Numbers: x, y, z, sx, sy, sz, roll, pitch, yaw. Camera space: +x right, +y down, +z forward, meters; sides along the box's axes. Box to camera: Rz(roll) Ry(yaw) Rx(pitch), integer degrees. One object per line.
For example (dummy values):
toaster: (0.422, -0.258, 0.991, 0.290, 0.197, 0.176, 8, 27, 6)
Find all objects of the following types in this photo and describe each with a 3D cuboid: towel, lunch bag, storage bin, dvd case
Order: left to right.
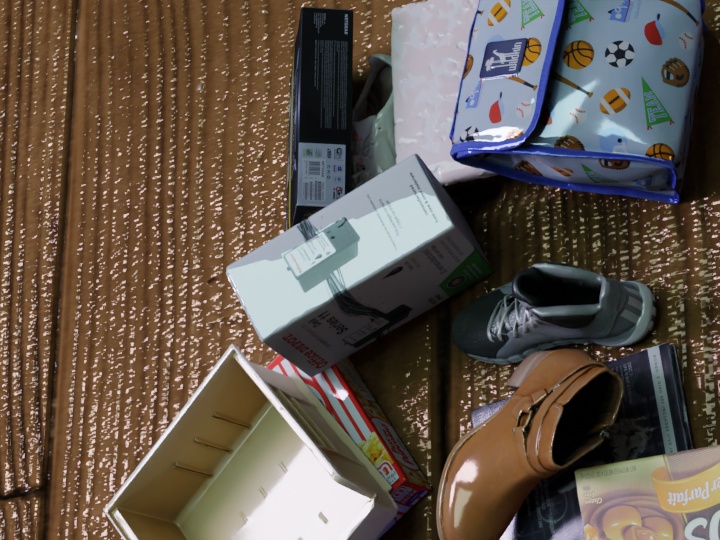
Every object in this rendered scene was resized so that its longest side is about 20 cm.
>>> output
storage bin: (-0.096, 0.212, 1.748, 0.200, 0.094, 0.199, -52, 51, 11)
towel: (0.125, -0.173, 1.789, 0.199, 0.032, 0.192, -10, 66, 18)
lunch bag: (0.184, -0.160, 1.671, 0.199, 0.124, 0.170, 9, 76, 14)
dvd case: (0.189, 0.159, 1.659, 0.200, 0.016, 0.149, -22, 61, 31)

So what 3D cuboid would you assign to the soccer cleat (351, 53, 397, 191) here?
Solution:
soccer cleat: (0.015, -0.106, 1.849, 0.069, 0.078, 0.201, -1, 73, 37)

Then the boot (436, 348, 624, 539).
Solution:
boot: (0.142, 0.156, 1.599, 0.200, 0.077, 0.155, -56, 14, -6)

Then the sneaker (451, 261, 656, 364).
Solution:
sneaker: (0.142, 0.027, 1.677, 0.200, 0.115, 0.075, -11, 68, 34)

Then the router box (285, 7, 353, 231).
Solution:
router box: (-0.040, -0.124, 1.851, 0.052, 0.157, 0.201, 3, 71, -5)

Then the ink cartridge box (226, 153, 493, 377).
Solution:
ink cartridge box: (0.000, 0.000, 1.743, 0.200, 0.147, 0.083, -30, 67, 8)

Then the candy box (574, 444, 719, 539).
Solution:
candy box: (0.274, 0.197, 1.538, 0.200, 0.055, 0.116, -14, 80, 32)

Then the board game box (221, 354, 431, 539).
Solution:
board game box: (-0.042, 0.173, 1.812, 0.152, 0.046, 0.200, -46, 52, 15)
